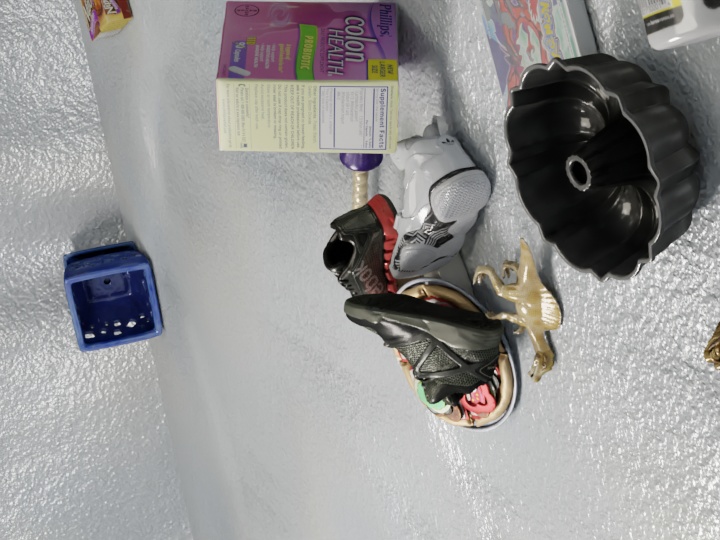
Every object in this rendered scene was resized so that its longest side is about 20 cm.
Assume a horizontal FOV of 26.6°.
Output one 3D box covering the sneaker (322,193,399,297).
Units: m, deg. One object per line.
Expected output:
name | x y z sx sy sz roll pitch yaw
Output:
sneaker | 0.000 0.000 1.876 0.071 0.098 0.200 53 153 43

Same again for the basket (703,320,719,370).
basket | 0.352 0.027 0.987 0.149 0.143 0.200 41 145 -2

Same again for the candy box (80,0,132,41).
candy box | -0.514 -0.537 3.049 0.200 0.056 0.117 -6 100 70

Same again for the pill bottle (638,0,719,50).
pill bottle | 0.236 -0.266 1.076 0.114 0.114 0.200 176 78 -71

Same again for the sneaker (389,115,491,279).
sneaker | 0.074 -0.082 1.728 0.115 0.075 0.200 66 147 27

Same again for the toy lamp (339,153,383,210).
toy lamp | 0.000 -0.105 1.964 0.200 0.058 0.058 89 156 -44

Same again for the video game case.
video game case | 0.166 -0.225 1.449 0.182 0.023 0.200 171 83 -71

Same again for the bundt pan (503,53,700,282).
bundt pan | 0.214 -0.096 1.308 0.202 0.076 0.202 41 144 39

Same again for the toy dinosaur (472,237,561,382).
toy dinosaur | 0.174 0.021 1.610 0.101 0.058 0.200 30 143 43

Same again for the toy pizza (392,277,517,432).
toy pizza | 0.101 0.103 1.787 0.200 0.032 0.200 28 132 36

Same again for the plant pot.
plant pot | -0.583 0.049 3.526 0.180 0.200 0.200 -125 25 -59

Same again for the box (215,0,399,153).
box | -0.058 -0.221 1.723 0.176 0.200 0.097 -89 1 -51

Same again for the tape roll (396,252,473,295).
tape roll | 0.082 0.026 1.872 0.203 0.037 0.203 164 90 -71

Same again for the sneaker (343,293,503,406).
sneaker | 0.064 0.091 1.727 0.199 0.076 0.114 15 111 26
